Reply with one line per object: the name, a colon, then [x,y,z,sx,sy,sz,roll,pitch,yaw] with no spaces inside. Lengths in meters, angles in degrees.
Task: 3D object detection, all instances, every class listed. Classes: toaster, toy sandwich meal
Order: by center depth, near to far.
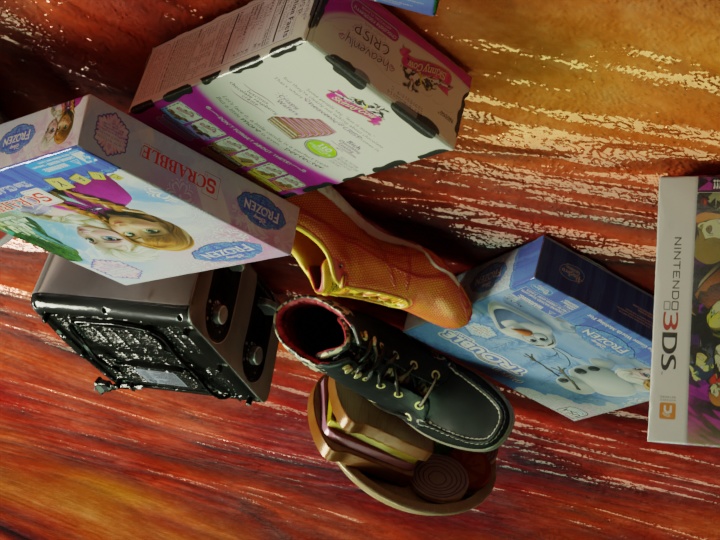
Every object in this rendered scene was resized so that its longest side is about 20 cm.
toaster: [-0.183,0.032,1.311,0.198,0.120,0.181,4,152,24]
toy sandwich meal: [0.046,0.147,1.388,0.203,0.206,0.071,20,123,-8]

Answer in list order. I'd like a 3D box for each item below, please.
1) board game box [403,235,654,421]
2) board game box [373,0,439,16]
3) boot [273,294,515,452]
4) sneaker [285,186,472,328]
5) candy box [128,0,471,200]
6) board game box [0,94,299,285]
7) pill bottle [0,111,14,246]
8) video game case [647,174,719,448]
board game box: [0.170,0.056,1.235,0.199,0.044,0.199,27,154,-21]
board game box: [-0.043,-0.216,0.803,0.198,0.035,0.136,15,155,2]
boot: [0.027,0.090,1.262,0.203,0.074,0.154,30,-179,25]
sneaker: [0.000,0.000,1.160,0.199,0.078,0.073,30,155,-14]
candy box: [-0.043,-0.118,0.979,0.136,0.062,0.199,32,152,-34]
board game box: [-0.183,-0.051,1.061,0.199,0.042,0.199,-9,153,43]
pill bottle: [-0.342,-0.106,1.124,0.115,0.117,0.200,2,153,28]
video game case: [0.288,0.029,0.945,0.198,0.183,0.036,2,177,30]
